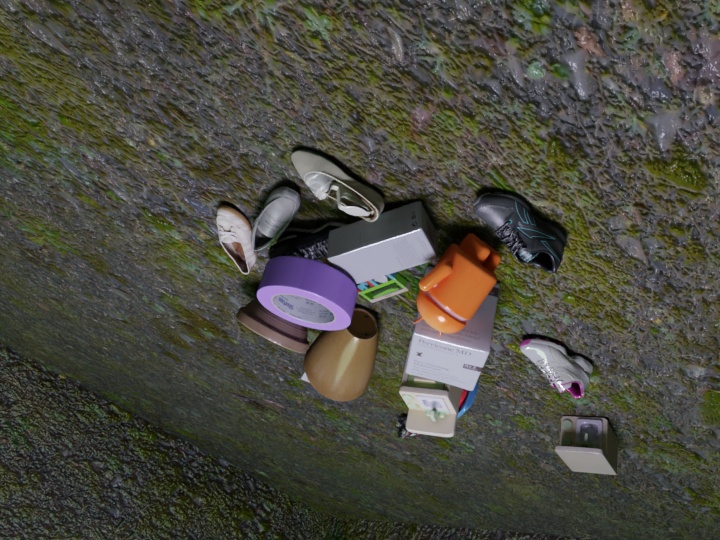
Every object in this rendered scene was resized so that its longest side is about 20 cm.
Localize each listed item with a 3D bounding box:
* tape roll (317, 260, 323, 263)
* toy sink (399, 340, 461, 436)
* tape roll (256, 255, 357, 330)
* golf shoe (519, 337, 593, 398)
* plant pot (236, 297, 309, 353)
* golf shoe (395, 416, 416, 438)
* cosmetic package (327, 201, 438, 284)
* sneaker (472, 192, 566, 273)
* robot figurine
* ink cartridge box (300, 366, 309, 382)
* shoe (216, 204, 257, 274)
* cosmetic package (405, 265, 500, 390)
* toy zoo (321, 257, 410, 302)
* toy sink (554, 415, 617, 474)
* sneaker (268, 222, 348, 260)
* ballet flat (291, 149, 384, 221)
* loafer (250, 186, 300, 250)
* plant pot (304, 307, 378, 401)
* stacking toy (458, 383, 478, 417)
[{"bbox_3d":[-0.108,0.047,1.495,0.194,0.067,0.201,18,156,8],"label":"tape roll"},{"bbox_3d":[0.176,0.288,1.627,0.126,0.205,0.113,1,147,25],"label":"toy sink"},{"bbox_3d":[-0.105,0.048,1.306,0.194,0.067,0.201,13,156,6],"label":"tape roll"},{"bbox_3d":[0.451,0.224,1.514,0.195,0.094,0.075,25,150,-11],"label":"golf shoe"},{"bbox_3d":[-0.203,0.118,1.628,0.197,0.095,0.201,29,180,0],"label":"plant pot"},{"bbox_3d":[0.188,0.485,2.092,0.085,0.080,0.200,6,157,-23],"label":"golf shoe"},{"bbox_3d":[0.043,-0.049,1.253,0.194,0.076,0.102,-15,140,20],"label":"cosmetic package"},{"bbox_3d":[0.281,-0.067,1.150,0.196,0.081,0.075,27,148,-13],"label":"sneaker"},{"bbox_3d":[0.181,0.032,1.248,0.115,0.203,0.143,36,-168,11],"label":"robot figurine"},{"bbox_3d":[-0.103,0.286,1.907,0.113,0.068,0.201,20,149,-7],"label":"ink cartridge box"},{"bbox_3d":[-0.271,-0.066,1.447,0.068,0.055,0.202,7,148,15],"label":"shoe"},{"bbox_3d":[0.195,0.127,1.411,0.159,0.169,0.202,12,149,7],"label":"cosmetic package"},{"bbox_3d":[0.000,0.000,1.450,0.198,0.021,0.130,36,144,-28],"label":"toy zoo"},{"bbox_3d":[0.622,0.472,1.801,0.127,0.115,0.200,-6,148,32],"label":"toy sink"},{"bbox_3d":[-0.100,-0.034,1.342,0.195,0.113,0.074,-3,128,31],"label":"sneaker"},{"bbox_3d":[-0.043,-0.149,1.193,0.196,0.071,0.069,27,148,-15],"label":"ballet flat"},{"bbox_3d":[-0.175,-0.101,1.328,0.068,0.071,0.200,24,148,-13],"label":"loafer"},{"bbox_3d":[-0.030,0.192,1.638,0.181,0.190,0.202,20,136,-7],"label":"plant pot"},{"bbox_3d":[0.207,0.304,1.767,0.196,0.118,0.110,31,146,-1],"label":"stacking toy"}]
